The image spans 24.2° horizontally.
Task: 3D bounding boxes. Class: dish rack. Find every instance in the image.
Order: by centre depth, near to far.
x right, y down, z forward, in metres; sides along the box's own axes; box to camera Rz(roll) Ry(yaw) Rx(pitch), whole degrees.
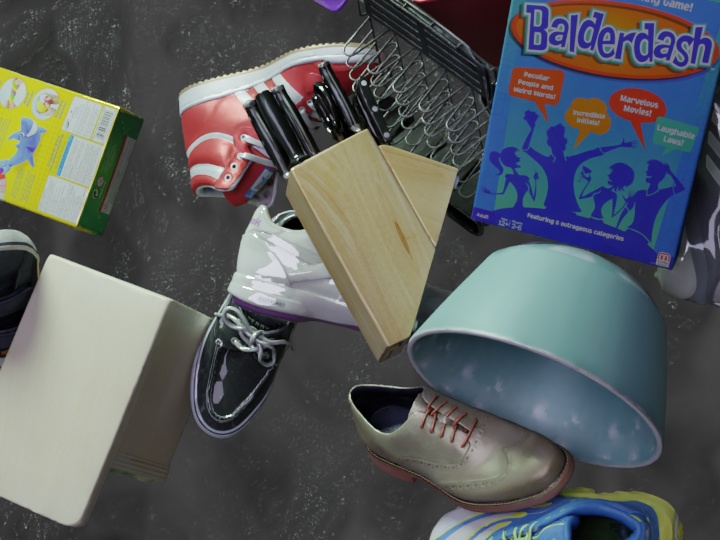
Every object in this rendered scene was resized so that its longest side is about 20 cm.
[{"bbox_3d":[0.047,-0.130,1.296,0.153,0.200,0.055,37,72,25],"label":"dish rack"}]

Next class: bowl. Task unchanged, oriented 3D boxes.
[{"bbox_3d":[0.144,0.052,1.233,0.200,0.201,0.105,15,67,25],"label":"bowl"}]

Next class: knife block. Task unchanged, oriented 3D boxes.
[{"bbox_3d":[-0.023,-0.051,1.269,0.174,0.064,0.201,17,75,-1],"label":"knife block"}]

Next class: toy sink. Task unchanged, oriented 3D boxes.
[{"bbox_3d":[-0.222,0.109,1.414,0.130,0.112,0.201,18,83,26],"label":"toy sink"}]

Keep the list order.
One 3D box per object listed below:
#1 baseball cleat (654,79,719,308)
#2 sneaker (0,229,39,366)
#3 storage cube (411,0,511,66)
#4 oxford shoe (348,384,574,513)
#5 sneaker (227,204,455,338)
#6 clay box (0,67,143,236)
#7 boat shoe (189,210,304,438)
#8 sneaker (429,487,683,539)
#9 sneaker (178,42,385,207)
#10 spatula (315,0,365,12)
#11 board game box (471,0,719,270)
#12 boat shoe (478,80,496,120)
[{"bbox_3d":[0.285,-0.071,1.252,0.106,0.070,0.201,14,96,20],"label":"baseball cleat"},{"bbox_3d":[-0.304,0.027,1.430,0.078,0.200,0.080,-15,76,-9],"label":"sneaker"},{"bbox_3d":[0.141,-0.275,1.284,0.199,0.180,0.172,-11,76,23],"label":"storage cube"},{"bbox_3d":[0.068,0.130,1.268,0.199,0.074,0.071,6,53,41],"label":"oxford shoe"},{"bbox_3d":[0.000,0.000,1.318,0.199,0.075,0.100,11,89,-6],"label":"sneaker"},{"bbox_3d":[-0.304,-0.116,1.526,0.199,0.048,0.116,20,89,27],"label":"clay box"},{"bbox_3d":[-0.084,0.045,1.378,0.073,0.068,0.200,28,88,-4],"label":"boat shoe"},{"bbox_3d":[0.133,0.193,1.242,0.199,0.105,0.076,-11,76,21],"label":"sneaker"},{"bbox_3d":[-0.063,-0.117,1.406,0.199,0.071,0.113,-14,71,29],"label":"sneaker"},{"bbox_3d":[0.026,-0.215,1.411,0.200,0.021,0.057,38,98,24],"label":"spatula"},{"bbox_3d":[0.170,-0.115,1.179,0.151,0.045,0.201,14,113,13],"label":"board game box"},{"bbox_3d":[0.163,-0.092,1.278,0.200,0.065,0.072,41,113,42],"label":"boat shoe"}]
